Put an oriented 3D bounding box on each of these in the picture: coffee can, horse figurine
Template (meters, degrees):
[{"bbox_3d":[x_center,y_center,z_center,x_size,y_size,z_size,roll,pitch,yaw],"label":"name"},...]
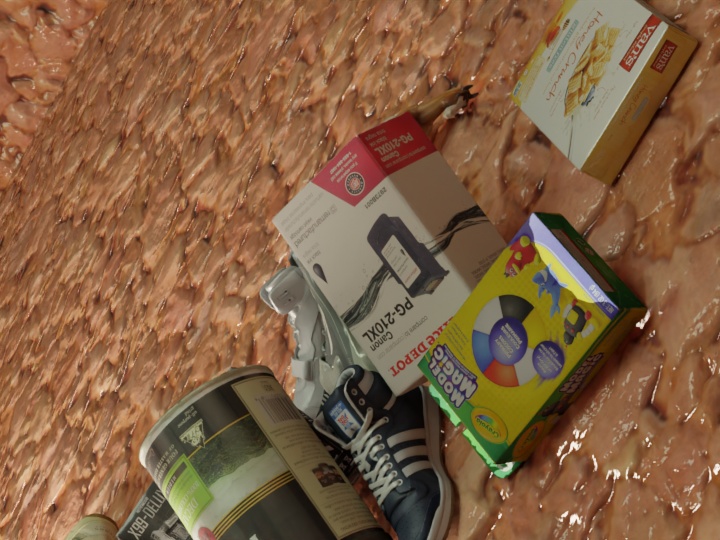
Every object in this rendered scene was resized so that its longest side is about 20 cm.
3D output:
[{"bbox_3d":[-0.084,0.206,1.633,0.200,0.146,0.147,53,124,22],"label":"coffee can"},{"bbox_3d":[0.031,-0.126,1.922,0.133,0.050,0.200,-48,4,-28],"label":"horse figurine"}]

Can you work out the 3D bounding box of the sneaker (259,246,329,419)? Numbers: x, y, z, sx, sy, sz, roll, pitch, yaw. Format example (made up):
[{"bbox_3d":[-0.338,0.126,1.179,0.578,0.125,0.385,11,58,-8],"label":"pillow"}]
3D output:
[{"bbox_3d":[-0.057,0.069,1.856,0.201,0.114,0.075,-66,11,-3],"label":"sneaker"}]

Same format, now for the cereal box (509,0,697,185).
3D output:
[{"bbox_3d":[0.209,-0.175,1.620,0.144,0.039,0.200,-60,23,14],"label":"cereal box"}]

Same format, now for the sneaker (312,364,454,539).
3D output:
[{"bbox_3d":[0.018,0.165,1.614,0.070,0.108,0.201,-50,27,33],"label":"sneaker"}]

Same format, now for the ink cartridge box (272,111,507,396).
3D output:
[{"bbox_3d":[0.039,-0.013,1.622,0.084,0.200,0.145,-28,-10,-47],"label":"ink cartridge box"}]

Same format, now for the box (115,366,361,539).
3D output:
[{"bbox_3d":[-0.112,0.218,1.752,0.200,0.157,0.050,-56,-12,0],"label":"box"}]

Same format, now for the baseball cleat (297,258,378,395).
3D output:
[{"bbox_3d":[-0.025,0.052,1.789,0.107,0.069,0.201,-50,56,43],"label":"baseball cleat"}]

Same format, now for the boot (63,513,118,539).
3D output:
[{"bbox_3d":[-0.360,0.411,2.244,0.200,0.072,0.155,-54,20,16],"label":"boot"}]

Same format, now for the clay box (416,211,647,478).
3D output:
[{"bbox_3d":[0.128,0.065,1.487,0.115,0.047,0.200,50,118,29],"label":"clay box"}]

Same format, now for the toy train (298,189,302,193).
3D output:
[{"bbox_3d":[0.000,0.000,1.735,0.034,0.200,0.046,-39,-13,10],"label":"toy train"}]
